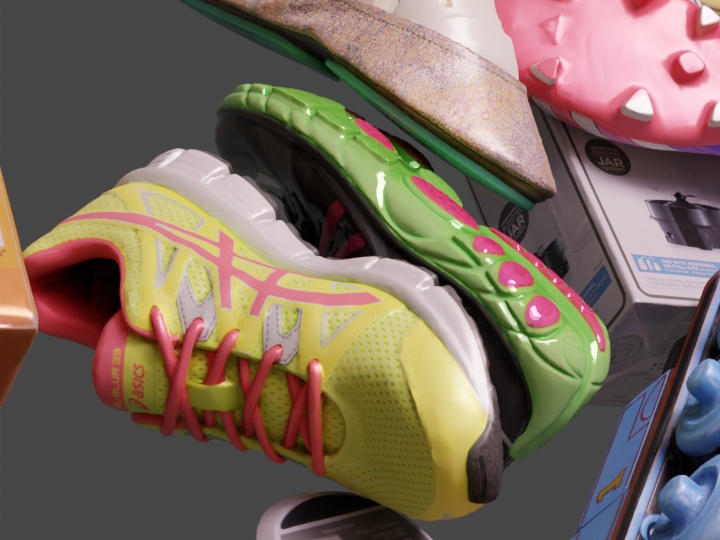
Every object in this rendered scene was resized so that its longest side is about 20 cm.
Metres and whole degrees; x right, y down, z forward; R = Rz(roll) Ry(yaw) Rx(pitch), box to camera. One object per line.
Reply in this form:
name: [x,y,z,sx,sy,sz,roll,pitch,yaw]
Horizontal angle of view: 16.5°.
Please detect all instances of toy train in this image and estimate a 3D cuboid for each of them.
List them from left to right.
toy train: [0.122,0.076,0.825,0.087,0.114,0.200,38,42,-10]

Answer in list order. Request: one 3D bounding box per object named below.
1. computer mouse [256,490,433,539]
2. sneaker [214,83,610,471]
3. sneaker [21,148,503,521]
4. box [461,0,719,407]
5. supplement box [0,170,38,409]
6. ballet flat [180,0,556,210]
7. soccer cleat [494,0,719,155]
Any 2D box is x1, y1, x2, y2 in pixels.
computer mouse: [0.033,0.148,0.746,0.109,0.044,0.200,-8,48,-44]
sneaker: [0.000,0.000,0.857,0.077,0.084,0.200,25,15,-45]
sneaker: [-0.037,0.031,0.785,0.090,0.078,0.200,-22,35,-35]
box: [0.104,-0.041,0.984,0.116,0.060,0.201,6,46,-30]
supplement box: [-0.159,-0.039,0.801,0.069,0.067,0.201,5,46,-26]
ballet flat: [0.008,-0.093,0.913,0.200,0.067,0.068,34,3,34]
soccer cleat: [0.139,-0.067,0.948,0.199,0.076,0.067,9,73,-5]
